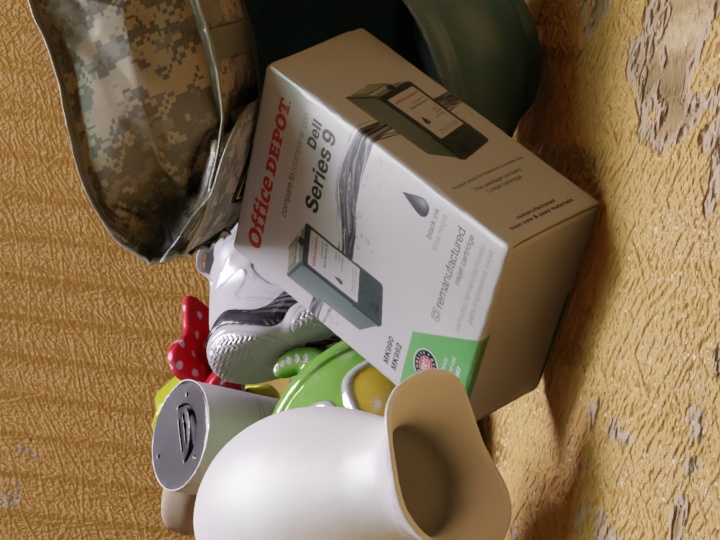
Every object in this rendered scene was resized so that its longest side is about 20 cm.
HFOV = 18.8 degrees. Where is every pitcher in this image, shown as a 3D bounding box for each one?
[{"bbox_3d":[0.006,0.155,1.262,0.200,0.172,0.121,-21,13,46],"label":"pitcher"}]

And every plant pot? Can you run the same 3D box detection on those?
[{"bbox_3d":[0.031,-0.129,1.395,0.200,0.134,0.201,25,125,41],"label":"plant pot"}]

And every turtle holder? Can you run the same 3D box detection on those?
[{"bbox_3d":[0.022,0.113,1.461,0.186,0.141,0.132,-51,36,8],"label":"turtle holder"}]

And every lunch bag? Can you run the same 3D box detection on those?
[{"bbox_3d":[-0.115,-0.108,1.323,0.164,0.117,0.201,-51,-53,-78],"label":"lunch bag"}]

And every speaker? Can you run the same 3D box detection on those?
[{"bbox_3d":[-0.049,0.135,1.569,0.081,0.199,0.082,-25,58,50],"label":"speaker"}]

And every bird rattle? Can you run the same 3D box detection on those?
[{"bbox_3d":[-0.109,0.122,1.653,0.200,0.112,0.164,115,172,-75],"label":"bird rattle"}]

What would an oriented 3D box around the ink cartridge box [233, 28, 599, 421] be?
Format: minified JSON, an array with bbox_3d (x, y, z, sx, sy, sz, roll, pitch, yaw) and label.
[{"bbox_3d":[0.026,-0.026,1.277,0.200,0.084,0.146,39,134,28],"label":"ink cartridge box"}]

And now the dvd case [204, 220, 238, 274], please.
[{"bbox_3d":[-0.029,-0.045,1.688,0.025,0.199,0.151,-14,65,47],"label":"dvd case"}]

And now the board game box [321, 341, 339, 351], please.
[{"bbox_3d":[0.000,0.000,1.631,0.034,0.135,0.201,-30,45,38],"label":"board game box"}]

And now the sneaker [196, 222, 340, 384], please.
[{"bbox_3d":[-0.020,-0.002,1.514,0.075,0.199,0.115,71,-179,-55],"label":"sneaker"}]

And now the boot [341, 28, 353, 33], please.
[{"bbox_3d":[0.015,-0.211,1.533,0.073,0.151,0.200,-13,38,41],"label":"boot"}]
